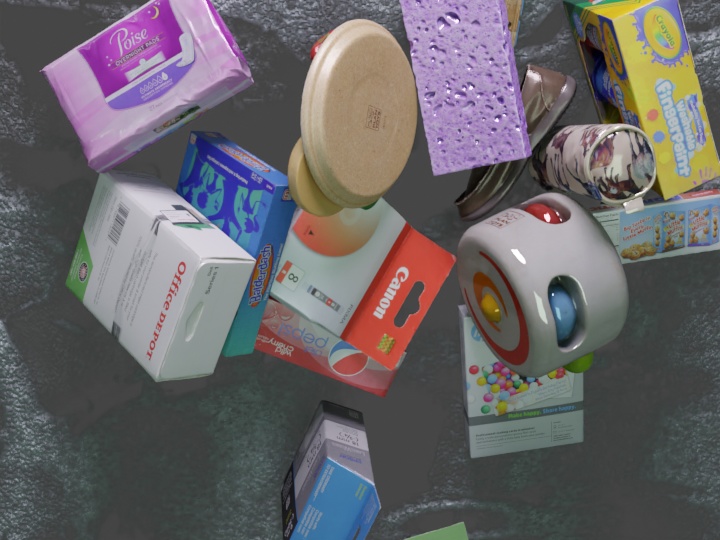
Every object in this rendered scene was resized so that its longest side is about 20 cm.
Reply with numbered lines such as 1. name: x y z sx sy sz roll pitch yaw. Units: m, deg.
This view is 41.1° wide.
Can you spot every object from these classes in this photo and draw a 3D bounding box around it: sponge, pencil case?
1. sponge: 0.113 -0.211 1.038 0.110 0.030 0.204 -6 103 27
2. pencil case: 0.248 -0.115 1.051 0.076 0.200 0.091 -5 99 -8

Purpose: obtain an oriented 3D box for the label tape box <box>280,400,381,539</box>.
1. label tape box: -0.042 0.272 1.162 0.062 0.201 0.146 20 108 -14

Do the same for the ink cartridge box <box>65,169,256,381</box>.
1. ink cartridge box: -0.219 0.003 1.033 0.084 0.199 0.148 1 120 -50

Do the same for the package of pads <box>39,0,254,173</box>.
1. package of pads: -0.223 -0.204 1.005 0.198 0.076 0.122 -30 88 5

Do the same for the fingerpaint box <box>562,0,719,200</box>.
1. fingerpaint box: 0.299 -0.200 1.033 0.072 0.167 0.202 -23 113 3

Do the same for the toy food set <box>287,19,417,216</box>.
1. toy food set: -0.003 -0.161 1.019 0.048 0.197 0.204 10 108 36

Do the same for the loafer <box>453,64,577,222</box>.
1. loafer: 0.163 -0.148 1.098 0.070 0.073 0.201 33 102 -5

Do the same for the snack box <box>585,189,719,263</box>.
1. snack box: 0.345 -0.049 1.175 0.196 0.024 0.073 -8 111 -3

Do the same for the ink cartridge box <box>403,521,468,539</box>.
1. ink cartridge box: 0.066 0.442 1.326 0.196 0.048 0.148 -15 112 2

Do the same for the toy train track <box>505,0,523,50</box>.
1. toy train track: 0.163 -0.309 1.050 0.112 0.033 0.203 0 117 -14

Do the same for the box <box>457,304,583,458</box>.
1. box: 0.206 0.133 1.223 0.153 0.041 0.204 -7 111 -4

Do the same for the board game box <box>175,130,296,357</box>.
1. board game box: -0.153 -0.031 1.062 0.045 0.151 0.203 -5 119 -49

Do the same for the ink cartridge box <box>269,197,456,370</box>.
1. ink cartridge box: 0.000 0.000 1.105 0.198 0.050 0.164 33 83 -10

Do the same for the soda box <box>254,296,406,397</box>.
1. soda box: -0.047 0.079 1.160 0.197 0.064 0.071 22 108 -15

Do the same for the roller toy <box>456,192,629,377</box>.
1. roller toy: 0.194 0.017 1.077 0.138 0.202 0.183 -23 158 -16
